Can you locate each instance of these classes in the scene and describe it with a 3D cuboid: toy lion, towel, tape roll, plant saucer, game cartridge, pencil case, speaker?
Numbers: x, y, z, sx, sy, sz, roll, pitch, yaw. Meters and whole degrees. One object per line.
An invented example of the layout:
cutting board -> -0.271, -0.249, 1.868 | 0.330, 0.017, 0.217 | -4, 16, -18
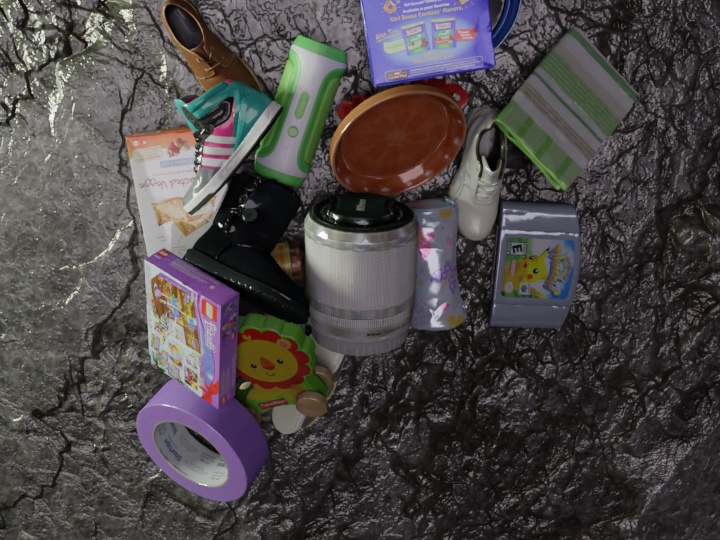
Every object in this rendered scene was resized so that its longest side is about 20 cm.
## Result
toy lion -> -0.145, 0.141, 1.175 | 0.200, 0.069, 0.192 | -18, 127, 28
towel -> 0.293, -0.230, 1.152 | 0.149, 0.031, 0.200 | 43, 74, -10
tape roll -> -0.242, 0.259, 1.236 | 0.200, 0.066, 0.201 | 16, 131, 19
plant saucer -> 0.051, -0.183, 1.142 | 0.200, 0.032, 0.201 | -15, 146, -10
game cartridge -> 0.271, -0.007, 1.251 | 0.133, 0.040, 0.201 | 1, 106, -6
pencil case -> 0.108, -0.009, 1.217 | 0.090, 0.083, 0.201 | -2, 105, 17
speaker -> -0.086, -0.225, 1.149 | 0.088, 0.088, 0.201 | 19, 104, -7

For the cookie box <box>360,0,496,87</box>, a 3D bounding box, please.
cookie box -> 0.084, -0.361, 1.082 | 0.171, 0.075, 0.201 | -9, 106, 1

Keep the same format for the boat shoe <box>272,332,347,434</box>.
boat shoe -> -0.068, 0.166, 1.272 | 0.072, 0.060, 0.202 | 35, 102, 28

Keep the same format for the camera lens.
camera lens -> 0.000, 0.000, 1.155 | 0.159, 0.160, 0.201 | 0, 114, -2

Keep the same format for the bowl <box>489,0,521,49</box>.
bowl -> 0.124, -0.388, 1.136 | 0.200, 0.039, 0.201 | -1, 105, -2

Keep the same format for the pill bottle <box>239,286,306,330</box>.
pill bottle -> -0.182, 0.070, 1.217 | 0.199, 0.106, 0.107 | 4, 105, -3

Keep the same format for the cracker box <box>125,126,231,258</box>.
cracker box -> -0.256, -0.108, 1.188 | 0.133, 0.058, 0.201 | -8, 106, -3

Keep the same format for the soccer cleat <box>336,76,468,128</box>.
soccer cleat -> 0.059, -0.228, 1.170 | 0.199, 0.069, 0.085 | -15, 148, -15

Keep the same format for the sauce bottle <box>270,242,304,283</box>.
sauce bottle -> -0.182, 0.002, 1.164 | 0.199, 0.066, 0.066 | -9, 106, -8

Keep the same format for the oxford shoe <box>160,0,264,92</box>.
oxford shoe -> -0.210, -0.292, 1.134 | 0.071, 0.071, 0.200 | -40, 105, 7

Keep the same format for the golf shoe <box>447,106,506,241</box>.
golf shoe -> 0.175, -0.134, 1.180 | 0.078, 0.097, 0.201 | 0, 107, -4

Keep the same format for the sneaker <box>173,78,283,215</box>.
sneaker -> -0.211, -0.181, 1.102 | 0.121, 0.084, 0.200 | 39, 104, -8

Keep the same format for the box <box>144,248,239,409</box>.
box -> -0.232, 0.083, 1.115 | 0.137, 0.039, 0.200 | 29, 133, 22

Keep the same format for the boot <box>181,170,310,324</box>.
boot -> -0.124, -0.038, 1.108 | 0.200, 0.076, 0.168 | 25, 69, 15
